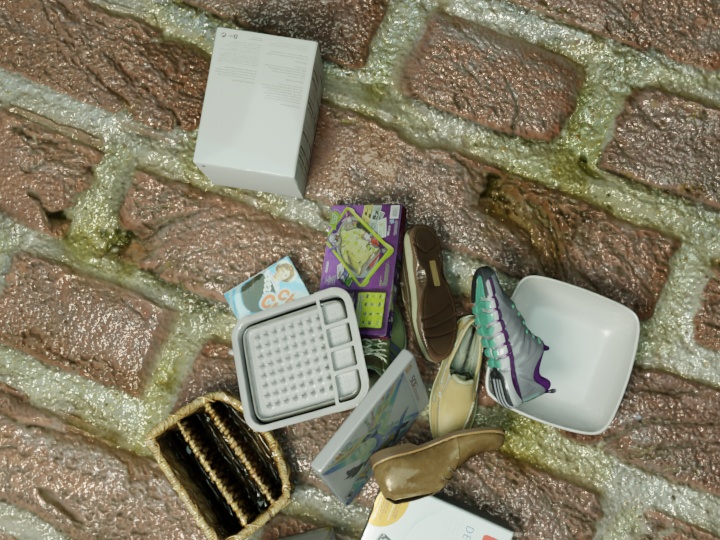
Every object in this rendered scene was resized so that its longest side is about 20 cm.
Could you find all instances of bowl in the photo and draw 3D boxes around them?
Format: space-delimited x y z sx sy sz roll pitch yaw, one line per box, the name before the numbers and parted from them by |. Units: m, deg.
bowl | 0.292 0.126 1.335 0.198 0.075 0.202 20 84 5

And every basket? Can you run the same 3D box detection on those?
basket | -0.188 0.274 1.303 0.142 0.149 0.201 -35 82 -2

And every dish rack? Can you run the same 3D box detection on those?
dish rack | -0.082 0.130 1.301 0.198 0.043 0.174 -18 73 18

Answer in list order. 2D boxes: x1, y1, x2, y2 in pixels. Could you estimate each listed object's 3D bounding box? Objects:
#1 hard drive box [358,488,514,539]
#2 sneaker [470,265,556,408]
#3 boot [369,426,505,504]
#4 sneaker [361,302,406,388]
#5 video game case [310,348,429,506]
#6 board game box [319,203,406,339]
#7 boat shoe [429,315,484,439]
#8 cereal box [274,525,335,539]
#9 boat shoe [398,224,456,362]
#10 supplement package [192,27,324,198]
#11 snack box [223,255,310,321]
hard drive box | 0.099 0.402 1.311 0.198 0.077 0.157 22 85 5
sneaker | 0.215 0.087 1.280 0.087 0.074 0.203 -13 93 -12
boot | 0.117 0.273 1.277 0.198 0.074 0.076 -15 60 -8
sneaker | 0.027 0.133 1.335 0.066 0.090 0.203 2 83 13
video game case | 0.020 0.223 1.268 0.022 0.183 0.200 33 74 25
board game box | 0.000 0.000 1.346 0.119 0.032 0.202 2 73 21
boat shoe | 0.143 0.164 1.335 0.071 0.076 0.203 9 86 1
cereal box | -0.110 0.402 1.258 0.142 0.200 0.040 -14 83 2
boat shoe | 0.093 0.039 1.359 0.074 0.075 0.205 3 74 -30
supplement package | -0.146 -0.230 1.358 0.150 0.151 0.203 9 84 3
snack box | -0.109 0.094 1.375 0.115 0.037 0.201 -30 83 -3
